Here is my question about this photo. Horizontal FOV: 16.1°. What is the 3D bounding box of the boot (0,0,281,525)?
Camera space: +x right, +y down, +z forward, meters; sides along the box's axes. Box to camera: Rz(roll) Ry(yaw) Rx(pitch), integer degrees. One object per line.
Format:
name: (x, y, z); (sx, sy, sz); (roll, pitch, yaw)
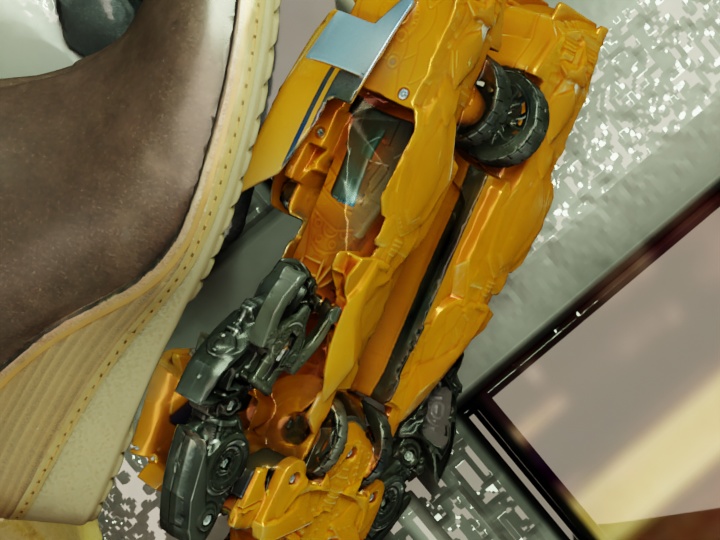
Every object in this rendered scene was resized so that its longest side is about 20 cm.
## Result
boot: (-0.122, -0.030, 0.706); (0.166, 0.072, 0.200); (20, 105, -12)

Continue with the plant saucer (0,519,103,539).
plant saucer: (-0.192, 0.029, 0.777); (0.199, 0.048, 0.201); (-13, 103, -1)

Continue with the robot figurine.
robot figurine: (0.000, 0.000, 0.763); (0.058, 0.145, 0.200); (27, 92, 31)

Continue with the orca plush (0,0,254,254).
orca plush: (-0.111, -0.084, 0.794); (0.200, 0.071, 0.105); (25, 137, 7)
